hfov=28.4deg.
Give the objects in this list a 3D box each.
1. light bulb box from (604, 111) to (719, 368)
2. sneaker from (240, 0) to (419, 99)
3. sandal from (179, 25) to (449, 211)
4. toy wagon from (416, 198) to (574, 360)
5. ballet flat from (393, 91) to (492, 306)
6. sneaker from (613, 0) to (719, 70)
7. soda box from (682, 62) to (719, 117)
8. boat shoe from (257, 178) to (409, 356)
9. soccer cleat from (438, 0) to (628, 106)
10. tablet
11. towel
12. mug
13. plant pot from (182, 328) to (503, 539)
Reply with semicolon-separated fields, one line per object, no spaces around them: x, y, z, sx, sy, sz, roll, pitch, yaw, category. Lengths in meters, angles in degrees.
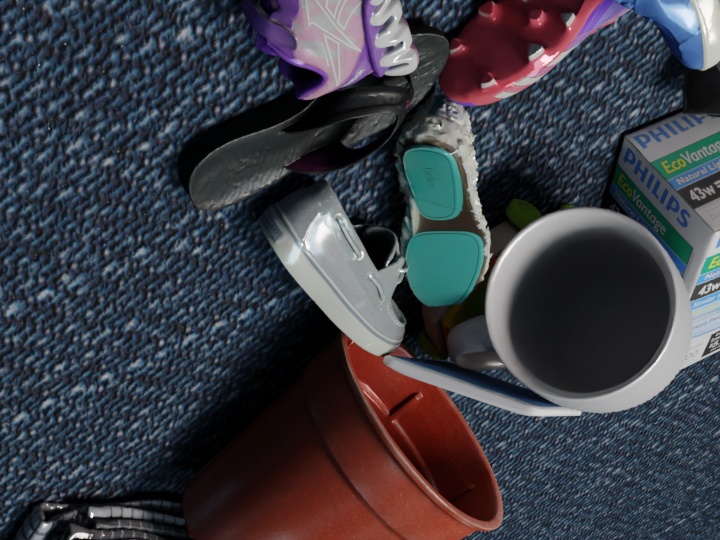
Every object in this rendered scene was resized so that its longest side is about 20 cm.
0.321;-0.041;1.251;0.197;0.125;0.201;-23;146;-22;light bulb box
-0.029;-0.164;0.809;0.088;0.081;0.200;-27;148;-2;sneaker
-0.021;-0.090;0.930;0.200;0.048;0.075;-31;147;-9;sandal
0.140;0.012;1.220;0.199;0.040;0.156;2;131;-45;toy wagon
0.064;-0.053;1.045;0.071;0.072;0.201;-27;147;-16;ballet flat
0.141;-0.189;0.885;0.111;0.077;0.200;-34;115;2;sneaker
0.342;-0.148;1.072;0.063;0.199;0.071;-4;98;-42;soda box
-0.001;-0.001;1.038;0.071;0.070;0.201;-35;145;6;boat shoe
0.141;-0.174;0.972;0.200;0.067;0.076;-42;152;1;soccer cleat
0.102;0.095;1.146;0.200;0.129;0.014;15;93;-71;tablet
-0.207;0.266;1.156;0.199;0.086;0.166;13;121;-51;towel
0.166;0.046;1.140;0.199;0.149;0.175;-13;165;17;mug
-0.023;0.173;1.138;0.195;0.201;0.201;-38;149;16;plant pot
